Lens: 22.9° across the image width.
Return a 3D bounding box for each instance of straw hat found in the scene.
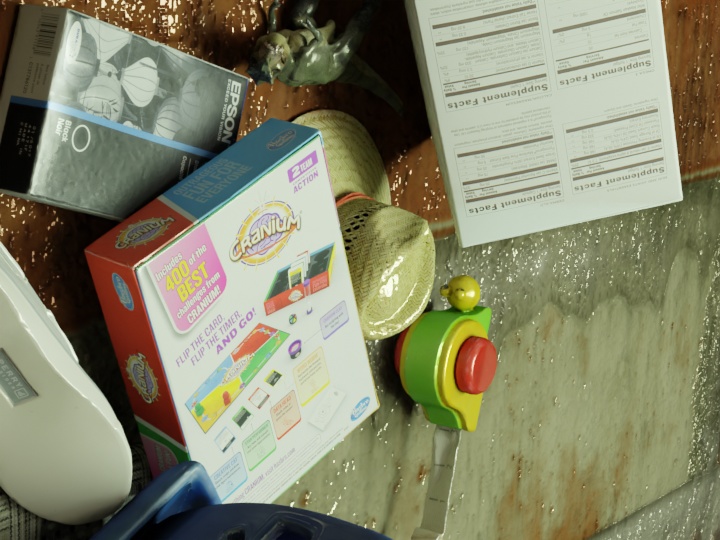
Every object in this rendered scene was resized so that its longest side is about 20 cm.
[{"bbox_3d":[0.000,0.000,1.134,0.201,0.085,0.201,-22,118,-52],"label":"straw hat"}]

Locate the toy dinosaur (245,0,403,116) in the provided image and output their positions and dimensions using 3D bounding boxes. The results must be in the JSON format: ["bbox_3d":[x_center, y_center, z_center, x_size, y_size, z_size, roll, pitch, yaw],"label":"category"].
[{"bbox_3d":[-0.018,-0.150,1.105,0.200,0.047,0.088,2,101,-62],"label":"toy dinosaur"}]

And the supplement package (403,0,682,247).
[{"bbox_3d":[0.110,-0.149,1.147,0.152,0.151,0.200,-100,177,-56],"label":"supplement package"}]

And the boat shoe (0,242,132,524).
[{"bbox_3d":[-0.175,0.049,0.900,0.200,0.072,0.069,58,12,-39],"label":"boat shoe"}]

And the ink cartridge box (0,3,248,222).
[{"bbox_3d":[-0.118,-0.074,0.974,0.200,0.039,0.100,12,88,-58],"label":"ink cartridge box"}]

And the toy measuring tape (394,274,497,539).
[{"bbox_3d":[0.052,0.101,1.263,0.074,0.074,0.200,13,88,-58],"label":"toy measuring tape"}]

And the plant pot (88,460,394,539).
[{"bbox_3d":[-0.078,0.231,0.921,0.200,0.180,0.200,-44,137,-27],"label":"plant pot"}]

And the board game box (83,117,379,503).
[{"bbox_3d":[-0.066,0.037,1.009,0.153,0.040,0.200,-39,131,-36],"label":"board game box"}]

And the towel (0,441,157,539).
[{"bbox_3d":[-0.158,0.203,0.998,0.193,0.035,0.200,-11,109,-56],"label":"towel"}]
